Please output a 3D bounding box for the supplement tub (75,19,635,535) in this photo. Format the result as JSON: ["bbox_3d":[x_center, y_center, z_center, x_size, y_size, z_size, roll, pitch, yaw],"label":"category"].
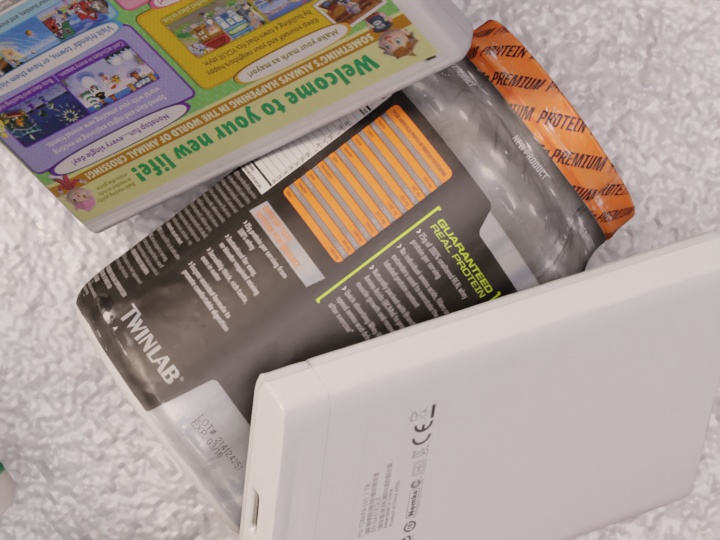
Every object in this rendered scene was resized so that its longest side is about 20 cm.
[{"bbox_3d":[0.000,0.000,1.155,0.200,0.123,0.123,-36,94,-1],"label":"supplement tub"}]

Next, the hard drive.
[{"bbox_3d":[0.048,0.064,1.137,0.199,0.027,0.132,-16,137,-24],"label":"hard drive"}]

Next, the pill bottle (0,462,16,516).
[{"bbox_3d":[-0.235,0.044,1.145,0.113,0.113,0.200,-39,95,-2],"label":"pill bottle"}]

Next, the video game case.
[{"bbox_3d":[-0.088,-0.109,1.094,0.199,0.022,0.182,-23,123,37],"label":"video game case"}]
